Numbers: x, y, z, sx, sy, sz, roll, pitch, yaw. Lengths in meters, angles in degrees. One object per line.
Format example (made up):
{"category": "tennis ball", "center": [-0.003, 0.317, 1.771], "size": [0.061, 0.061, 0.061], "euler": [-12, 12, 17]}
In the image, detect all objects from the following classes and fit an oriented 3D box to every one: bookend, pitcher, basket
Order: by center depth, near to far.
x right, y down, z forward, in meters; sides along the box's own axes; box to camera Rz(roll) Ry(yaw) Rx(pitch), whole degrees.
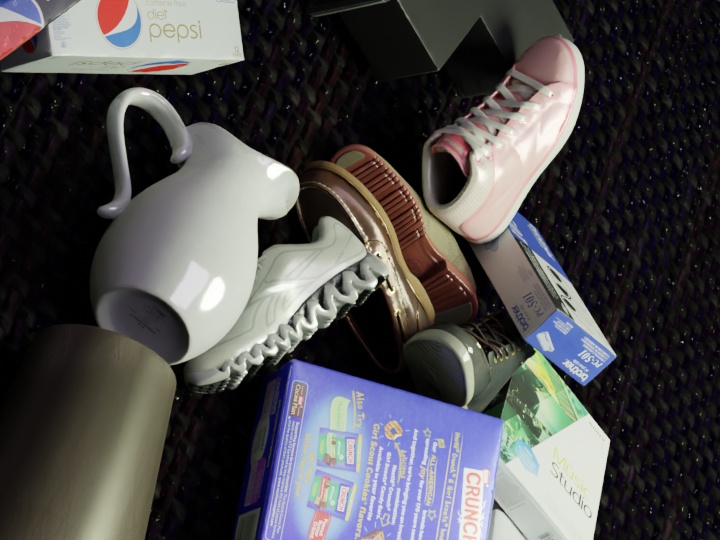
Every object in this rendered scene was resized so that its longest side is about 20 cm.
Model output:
{"category": "basket", "center": [-0.212, 0.151, 1.445], "size": [0.181, 0.135, 0.201], "euler": [56, 41, -50]}
{"category": "pitcher", "center": [-0.151, -0.038, 1.565], "size": [0.171, 0.121, 0.201], "euler": [38, 45, -13]}
{"category": "bookend", "center": [0.077, -0.225, 1.842], "size": [0.200, 0.092, 0.199], "euler": [56, 50, -27]}

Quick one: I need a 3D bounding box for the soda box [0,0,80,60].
{"category": "soda box", "center": [-0.269, -0.176, 1.422], "size": [0.200, 0.071, 0.063], "euler": [-41, 102, -20]}

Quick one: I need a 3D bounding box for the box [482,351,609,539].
{"category": "box", "center": [0.166, 0.166, 1.851], "size": [0.145, 0.036, 0.200], "euler": [50, 27, -17]}

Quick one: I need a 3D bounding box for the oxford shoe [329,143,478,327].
{"category": "oxford shoe", "center": [0.037, -0.037, 1.804], "size": [0.201, 0.070, 0.075], "euler": [57, 20, -22]}

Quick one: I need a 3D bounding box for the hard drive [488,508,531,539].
{"category": "hard drive", "center": [0.140, 0.319, 1.729], "size": [0.132, 0.025, 0.201], "euler": [45, 33, -24]}

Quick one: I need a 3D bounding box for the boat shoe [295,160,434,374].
{"category": "boat shoe", "center": [0.000, 0.000, 1.739], "size": [0.200, 0.070, 0.070], "euler": [56, 47, -25]}

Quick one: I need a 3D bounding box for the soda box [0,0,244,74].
{"category": "soda box", "center": [-0.186, -0.189, 1.571], "size": [0.199, 0.068, 0.064], "euler": [-4, 86, -47]}

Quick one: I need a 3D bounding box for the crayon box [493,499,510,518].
{"category": "crayon box", "center": [0.086, 0.231, 1.804], "size": [0.200, 0.058, 0.120], "euler": [30, 63, -41]}

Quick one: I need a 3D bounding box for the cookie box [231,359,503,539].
{"category": "cookie box", "center": [0.006, 0.185, 1.665], "size": [0.199, 0.075, 0.172], "euler": [18, 69, -19]}

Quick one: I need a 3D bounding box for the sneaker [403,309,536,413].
{"category": "sneaker", "center": [0.098, 0.065, 1.756], "size": [0.075, 0.200, 0.106], "euler": [41, 77, 14]}

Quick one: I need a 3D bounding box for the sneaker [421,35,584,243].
{"category": "sneaker", "center": [0.122, -0.124, 1.786], "size": [0.104, 0.075, 0.201], "euler": [21, 99, -54]}

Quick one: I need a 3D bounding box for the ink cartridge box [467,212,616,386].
{"category": "ink cartridge box", "center": [0.155, 0.010, 1.837], "size": [0.094, 0.044, 0.200], "euler": [37, 17, -37]}

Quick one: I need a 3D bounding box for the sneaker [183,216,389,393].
{"category": "sneaker", "center": [-0.072, 0.030, 1.651], "size": [0.200, 0.075, 0.081], "euler": [-35, 86, -27]}
